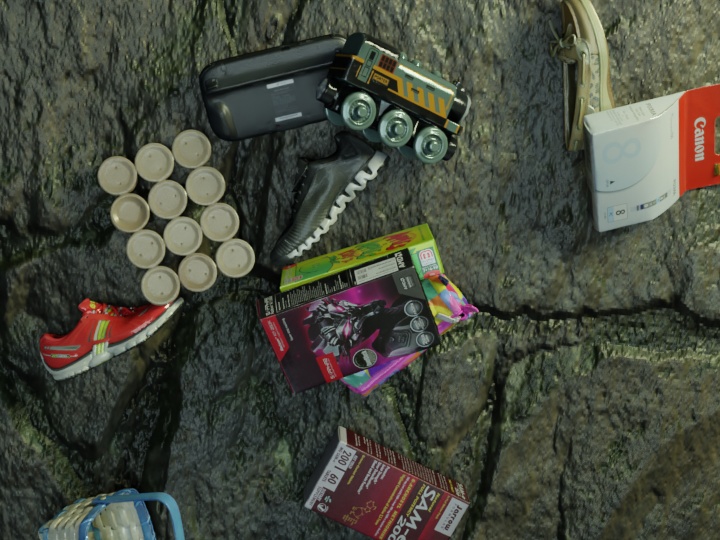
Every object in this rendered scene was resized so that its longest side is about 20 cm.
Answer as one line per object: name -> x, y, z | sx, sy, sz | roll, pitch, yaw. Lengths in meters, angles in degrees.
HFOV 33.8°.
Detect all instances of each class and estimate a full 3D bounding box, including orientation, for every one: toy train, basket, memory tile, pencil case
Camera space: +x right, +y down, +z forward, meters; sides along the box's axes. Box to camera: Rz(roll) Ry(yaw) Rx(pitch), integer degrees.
toy train -> 0.044, -0.208, 1.452 | 0.200, 0.085, 0.114 | 22, 94, -23
basket -> -0.310, 0.370, 1.553 | 0.200, 0.139, 0.177 | -1, 107, 29
memory tile -> -0.234, -0.067, 1.498 | 0.153, 0.017, 0.200 | -21, 91, -3
pencil case -> 0.052, 0.080, 1.533 | 0.200, 0.088, 0.088 | -38, 102, 10

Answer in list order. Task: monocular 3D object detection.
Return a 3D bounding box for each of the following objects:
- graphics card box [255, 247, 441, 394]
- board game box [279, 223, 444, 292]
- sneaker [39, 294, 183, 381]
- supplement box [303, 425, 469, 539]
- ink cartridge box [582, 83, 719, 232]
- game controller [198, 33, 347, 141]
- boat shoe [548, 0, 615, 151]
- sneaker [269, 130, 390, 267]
graphics card box -> -0.013, 0.063, 1.446 | 0.200, 0.051, 0.126 | -19, 121, 2
board game box -> 0.000, 0.000, 1.504 | 0.200, 0.102, 0.048 | -17, 103, 2
sneaker -> -0.325, 0.070, 1.525 | 0.200, 0.077, 0.085 | -27, 94, 2
supplement box -> 0.035, 0.306, 1.603 | 0.200, 0.061, 0.109 | 26, 101, -9
ink cartridge box -> 0.382, -0.140, 1.480 | 0.200, 0.047, 0.160 | -13, 131, 2
game controller -> -0.098, -0.227, 1.482 | 0.200, 0.042, 0.104 | -13, 118, 1
boat shoe -> 0.272, -0.246, 1.469 | 0.063, 0.073, 0.200 | -14, 105, -2
sneaker -> -0.059, -0.096, 1.499 | 0.090, 0.066, 0.200 | 42, 95, -8
